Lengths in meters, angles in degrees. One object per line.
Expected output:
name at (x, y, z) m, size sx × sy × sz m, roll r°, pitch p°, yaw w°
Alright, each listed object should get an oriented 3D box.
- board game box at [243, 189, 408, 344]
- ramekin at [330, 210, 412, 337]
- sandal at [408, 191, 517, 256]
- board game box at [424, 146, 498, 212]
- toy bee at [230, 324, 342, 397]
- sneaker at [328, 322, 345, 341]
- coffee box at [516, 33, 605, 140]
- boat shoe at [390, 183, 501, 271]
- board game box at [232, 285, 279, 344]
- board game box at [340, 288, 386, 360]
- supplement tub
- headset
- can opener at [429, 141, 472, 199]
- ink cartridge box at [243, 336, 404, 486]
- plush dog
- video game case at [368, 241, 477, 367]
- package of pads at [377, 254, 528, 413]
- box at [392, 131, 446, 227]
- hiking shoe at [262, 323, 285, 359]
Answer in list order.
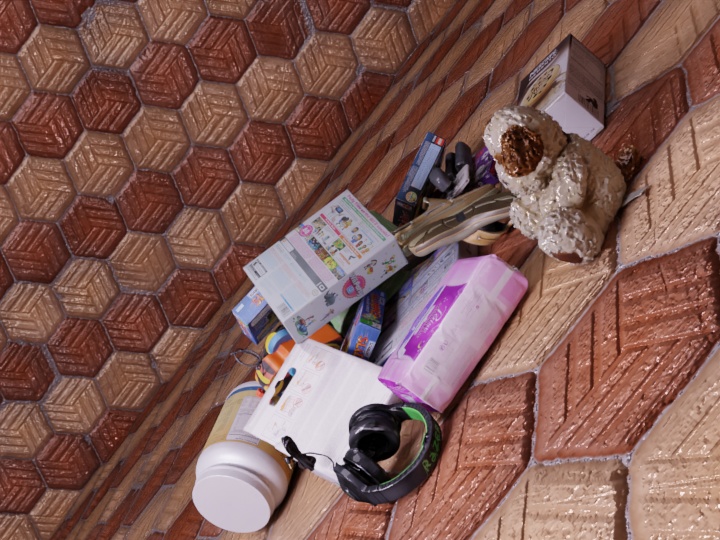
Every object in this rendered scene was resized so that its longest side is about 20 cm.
board game box at (-0.053, -0.008, 1.282) m, size 0.199 × 0.065 × 0.148 m, roll -37°, pitch 46°, yaw -5°
ramekin at (0.000, 0.000, 1.429) m, size 0.200 × 0.097 × 0.201 m, roll -45°, pitch -18°, yaw -18°
sandal at (0.164, -0.059, 1.229) m, size 0.198 × 0.054 × 0.080 m, roll -24°, pitch 18°, yaw 12°
board game box at (0.178, -0.144, 1.525) m, size 0.200 × 0.032 × 0.120 m, roll -41°, pitch 13°, yaw 43°
toy bee at (-0.123, 0.147, 1.356) m, size 0.131 × 0.198 × 0.110 m, roll 58°, pitch 136°, yaw 48°
sneaker at (-0.058, 0.129, 1.482) m, size 0.200 × 0.075 × 0.115 m, roll -71°, pitch -3°, yaw -64°
coffee box at (0.288, -0.243, 1.273) m, size 0.113 × 0.079 × 0.201 m, roll -44°, pitch 16°, yaw 36°
boat shoe at (0.121, -0.084, 1.330) m, size 0.199 × 0.076 × 0.072 m, roll -33°, pitch -19°, yaw -15°
board game box at (-0.120, 0.022, 1.432) m, size 0.200 × 0.034 × 0.136 m, roll -48°, pitch -12°, yaw -14°
board game box at (-0.016, 0.139, 1.307) m, size 0.136 × 0.034 × 0.202 m, roll -77°, pitch 9°, yaw -67°
supplement tub at (-0.170, 0.287, 1.365) m, size 0.145 × 0.144 × 0.201 m, roll -44°, pitch 16°, yaw 34°
headset at (0.000, 0.210, 1.034) m, size 0.198 × 0.094 × 0.124 m, roll -19°, pitch 34°, yaw 36°
can opener at (0.153, -0.176, 1.482) m, size 0.053 × 0.067 × 0.201 m, roll -47°, pitch 14°, yaw 24°
ink cartridge box at (-0.044, 0.189, 1.184) m, size 0.199 × 0.050 × 0.162 m, roll 15°, pitch 65°, yaw 42°
plush dog at (0.216, -0.122, 1.007) m, size 0.161 × 0.171 × 0.200 m, roll -50°, pitch 12°, yaw 9°
video game case at (0.090, 0.057, 1.267) m, size 0.200 × 0.045 × 0.182 m, roll -47°, pitch 15°, yaw 26°
package of pads at (0.111, 0.075, 1.074) m, size 0.201 × 0.075 × 0.120 m, roll -54°, pitch 9°, yaw -11°
box at (0.101, -0.138, 1.562) m, size 0.200 × 0.037 × 0.138 m, roll 92°, pitch -158°, yaw -71°
hiking shoe at (-0.126, 0.144, 1.532) m, size 0.101 × 0.075 × 0.200 m, roll -62°, pitch 0°, yaw -24°
